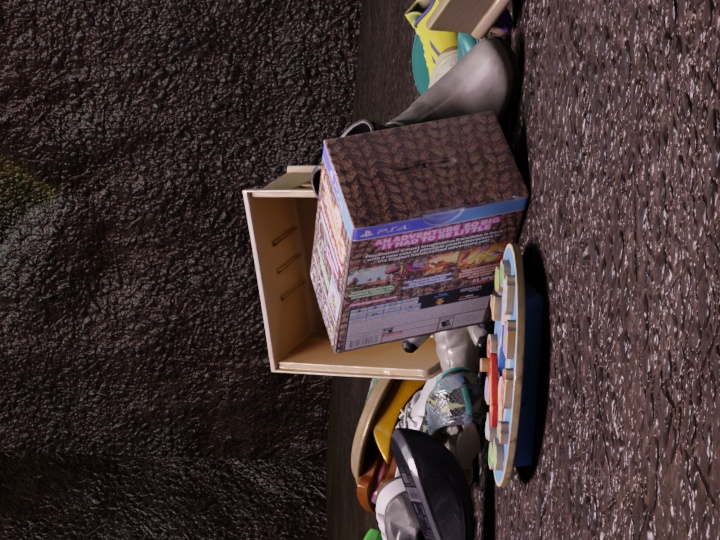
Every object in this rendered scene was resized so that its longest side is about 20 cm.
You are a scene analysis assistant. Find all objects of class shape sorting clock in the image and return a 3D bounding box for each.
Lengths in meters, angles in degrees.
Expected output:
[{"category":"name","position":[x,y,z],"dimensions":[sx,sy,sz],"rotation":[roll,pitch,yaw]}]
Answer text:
[{"category":"shape sorting clock","position":[0.119,0.078,1.345],"dimensions":[0.200,0.039,0.202],"rotation":[-177,90,-86]}]

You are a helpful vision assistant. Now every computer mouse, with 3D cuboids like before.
[{"category":"computer mouse","position":[0.085,0.236,1.523],"dimensions":[0.138,0.052,0.201],"rotation":[167,83,-82]}]

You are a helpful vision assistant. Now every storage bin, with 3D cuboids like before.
[{"category":"storage bin","position":[0.000,0.000,1.667],"dimensions":[0.094,0.197,0.202],"rotation":[-39,-54,-57]}]

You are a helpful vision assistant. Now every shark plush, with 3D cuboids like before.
[{"category":"shark plush","position":[0.093,0.020,1.603],"dimensions":[0.083,0.090,0.202],"rotation":[39,-139,-56]}]

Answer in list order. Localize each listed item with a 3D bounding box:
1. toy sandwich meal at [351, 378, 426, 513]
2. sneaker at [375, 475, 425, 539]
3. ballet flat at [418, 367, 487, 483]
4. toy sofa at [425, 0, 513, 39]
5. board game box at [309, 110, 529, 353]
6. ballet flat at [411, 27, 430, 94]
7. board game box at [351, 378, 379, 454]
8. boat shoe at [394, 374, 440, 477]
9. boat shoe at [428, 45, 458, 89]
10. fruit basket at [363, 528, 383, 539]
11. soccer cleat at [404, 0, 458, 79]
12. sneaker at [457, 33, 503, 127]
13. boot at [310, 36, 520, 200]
[{"category":"toy sandwich meal","position":[0.054,0.191,1.903],"dimensions":[0.205,0.070,0.206],"rotation":[-51,-27,-38]},{"category":"sneaker","position":[0.067,0.309,1.639],"dimensions":[0.091,0.066,0.201],"rotation":[-132,24,-57]},{"category":"ballet flat","position":[0.087,0.176,1.587],"dimensions":[0.201,0.074,0.075],"rotation":[92,178,-53]},{"category":"toy sofa","position":[0.089,-0.314,1.478],"dimensions":[0.083,0.097,0.201],"rotation":[-51,48,45]},{"category":"board game box","position":[0.046,-0.031,1.449],"dimensions":[0.201,0.158,0.097],"rotation":[100,155,-55]},{"category":"ballet flat","position":[0.095,-0.284,1.781],"dimensions":[0.073,0.072,0.201],"rotation":[-93,1,-55]},{"category":"board game box","position":[0.043,0.122,1.941],"dimensions":[0.105,0.023,0.201],"rotation":[-13,-59,-63]},{"category":"boat shoe","position":[0.071,0.175,1.767],"dimensions":[0.074,0.066,0.201],"rotation":[-95,8,-59]},{"category":"boat shoe","position":[0.088,-0.130,1.663],"dimensions":[0.067,0.073,0.201],"rotation":[-84,-1,-54]},{"category":"fruit basket","position":[0.027,0.425,1.834],"dimensions":[0.216,0.154,0.217],"rotation":[18,-90,-85]},{"category":"soccer cleat","position":[0.085,-0.253,1.692],"dimensions":[0.201,0.083,0.065],"rotation":[97,173,-52]},{"category":"sneaker","position":[0.094,-0.133,1.537],"dimensions":[0.078,0.079,0.202],"rotation":[-101,14,-73]},{"category":"boot","position":[0.048,-0.126,1.448],"dimensions":[0.200,0.130,0.068],"rotation":[-49,64,36]}]
